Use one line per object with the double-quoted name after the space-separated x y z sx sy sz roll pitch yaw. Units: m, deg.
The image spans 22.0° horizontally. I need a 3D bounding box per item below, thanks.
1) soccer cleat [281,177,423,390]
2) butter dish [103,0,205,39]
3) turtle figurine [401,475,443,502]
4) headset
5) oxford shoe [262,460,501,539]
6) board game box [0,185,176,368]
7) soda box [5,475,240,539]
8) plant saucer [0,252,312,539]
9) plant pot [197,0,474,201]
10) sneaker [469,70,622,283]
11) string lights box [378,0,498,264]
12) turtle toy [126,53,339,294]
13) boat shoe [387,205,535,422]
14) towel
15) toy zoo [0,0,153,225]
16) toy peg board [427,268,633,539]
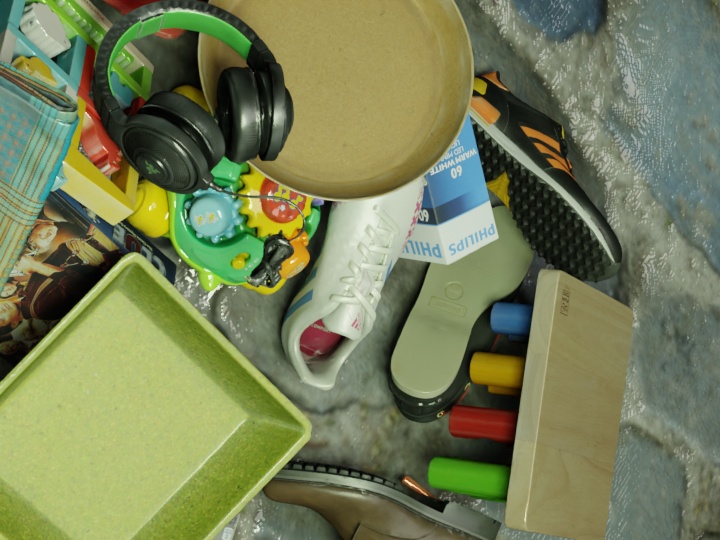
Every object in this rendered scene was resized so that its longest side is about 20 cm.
0.000 0.000 1.377 0.069 0.087 0.201 15 117 -18 "soccer cleat"
-0.126 -0.285 1.256 0.200 0.147 0.200 35 75 -34 "butter dish"
0.054 0.278 1.515 0.161 0.064 0.200 -46 111 -22 "turtle figurine"
-0.100 -0.086 1.236 0.123 0.094 0.201 -24 70 -24 "headset"
0.009 0.202 1.438 0.199 0.073 0.085 22 82 -11 "oxford shoe"
-0.237 -0.022 1.225 0.200 0.135 0.035 44 29 -31 "board game box"
-0.188 0.176 1.323 0.199 0.063 0.070 23 84 -35 "soda box"
-0.164 0.112 1.241 0.200 0.048 0.200 -46 121 -4 "plant saucer"
-0.018 -0.144 1.308 0.199 0.027 0.202 3 79 -13 "plant pot"
0.149 -0.083 1.487 0.200 0.070 0.090 45 55 9 "sneaker"
0.033 -0.112 1.423 0.059 0.102 0.201 -26 110 -33 "string lights box"
-0.073 -0.077 1.350 0.145 0.101 0.201 28 77 -35 "turtle toy"
0.082 0.033 1.508 0.202 0.073 0.063 -59 163 -28 "boat shoe"
-0.270 -0.056 1.151 0.146 0.022 0.201 28 121 -5 "towel"
-0.194 -0.117 1.227 0.131 0.020 0.201 45 28 -32 "toy zoo"
0.136 0.111 1.505 0.200 0.097 0.201 23 73 -63 "toy peg board"
